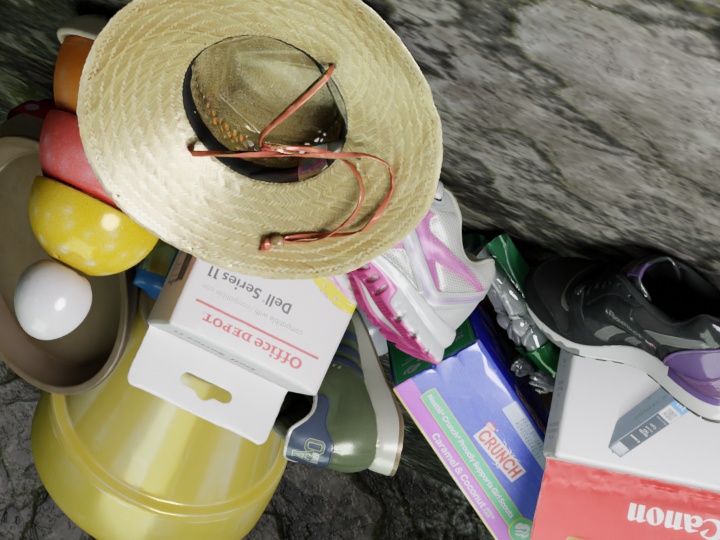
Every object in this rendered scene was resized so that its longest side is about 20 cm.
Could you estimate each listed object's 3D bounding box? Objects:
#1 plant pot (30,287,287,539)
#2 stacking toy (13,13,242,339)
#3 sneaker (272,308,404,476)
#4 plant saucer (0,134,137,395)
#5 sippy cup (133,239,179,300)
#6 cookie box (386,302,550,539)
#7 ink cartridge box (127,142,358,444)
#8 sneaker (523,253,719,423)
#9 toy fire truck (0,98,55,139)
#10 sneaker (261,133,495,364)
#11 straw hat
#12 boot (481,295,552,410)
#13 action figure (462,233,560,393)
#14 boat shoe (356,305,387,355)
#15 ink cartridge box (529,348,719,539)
[{"bbox_3d":[-0.136,0.092,1.768,0.201,0.201,0.189,25,133,-5],"label":"plant pot"},{"bbox_3d":[-0.165,-0.049,1.451,0.146,0.200,0.146,26,172,4],"label":"stacking toy"},{"bbox_3d":[-0.037,0.076,1.627,0.090,0.067,0.200,2,-150,-19],"label":"sneaker"},{"bbox_3d":[-0.232,-0.006,1.695,0.200,0.200,0.029,17,-153,40],"label":"plant saucer"},{"bbox_3d":[-0.096,-0.028,1.639,0.178,0.130,0.140,29,169,-30],"label":"sippy cup"},{"bbox_3d":[0.092,0.105,1.688,0.171,0.075,0.200,57,-174,-14],"label":"cookie box"},{"bbox_3d":[-0.063,0.007,1.528,0.117,0.200,0.067,26,171,-17],"label":"ink cartridge box"},{"bbox_3d":[0.180,0.015,1.445,0.200,0.076,0.088,26,146,43],"label":"sneaker"},{"bbox_3d":[-0.207,-0.054,1.824,0.129,0.176,0.200,19,-148,25],"label":"toy fire truck"},{"bbox_3d":[0.013,-0.037,1.480,0.200,0.088,0.081,52,165,-23],"label":"sneaker"},{"bbox_3d":[-0.050,-0.096,1.229,0.201,0.201,0.085,26,-146,-14],"label":"straw hat"},{"bbox_3d":[0.082,0.056,1.864,0.200,0.072,0.155,32,169,-8],"label":"boot"},{"bbox_3d":[0.135,0.061,1.604,0.200,0.055,0.118,50,176,-14],"label":"action figure"},{"bbox_3d":[-0.038,0.026,1.839,0.200,0.066,0.070,47,161,56],"label":"boat shoe"},{"bbox_3d":[0.222,0.140,1.528,0.200,0.176,0.045,12,174,-6],"label":"ink cartridge box"}]
